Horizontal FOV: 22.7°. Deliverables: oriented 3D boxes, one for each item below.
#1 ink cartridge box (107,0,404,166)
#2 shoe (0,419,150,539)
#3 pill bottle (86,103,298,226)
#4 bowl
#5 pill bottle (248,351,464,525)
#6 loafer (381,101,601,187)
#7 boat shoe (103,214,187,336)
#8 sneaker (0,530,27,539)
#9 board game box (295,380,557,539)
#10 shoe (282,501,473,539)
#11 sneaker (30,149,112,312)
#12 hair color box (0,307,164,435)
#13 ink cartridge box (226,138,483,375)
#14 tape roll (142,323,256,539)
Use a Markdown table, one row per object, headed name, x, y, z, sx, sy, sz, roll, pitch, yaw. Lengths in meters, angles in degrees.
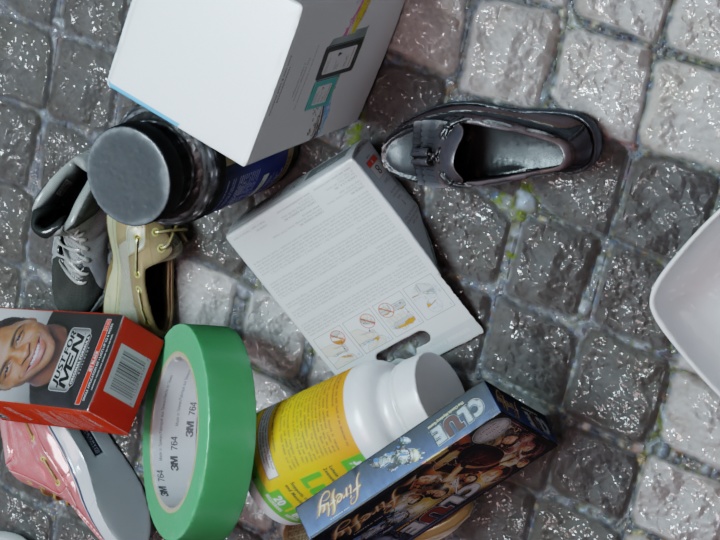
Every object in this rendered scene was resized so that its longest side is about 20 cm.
| name | x | y | z | sx | sy | sz | roll | pitch | yaw |
| --- | --- | --- | --- | --- | --- | --- | --- | --- | --- |
| ink cartridge box | -0.081 | -0.200 | 1.493 | 0.146 | 0.200 | 0.147 | 31 | 116 | 17 |
| shoe | -0.292 | 0.209 | 1.816 | 0.091 | 0.071 | 0.201 | -33 | 83 | 33 |
| pill bottle | -0.146 | -0.103 | 1.559 | 0.111 | 0.200 | 0.113 | 9 | 109 | 26 |
| bowl | 0.349 | 0.023 | 1.378 | 0.200 | 0.075 | 0.200 | 47 | 120 | 8 |
| pill bottle | -0.005 | 0.147 | 1.612 | 0.199 | 0.111 | 0.111 | -27 | 92 | 31 |
| loafer | 0.100 | -0.104 | 1.505 | 0.199 | 0.063 | 0.072 | -1 | 105 | 29 |
| boat shoe | -0.197 | -0.028 | 1.691 | 0.066 | 0.074 | 0.201 | 19 | 124 | 19 |
| sneaker | -0.436 | 0.334 | 1.920 | 0.199 | 0.088 | 0.076 | -15 | 97 | 31 |
| board game box | 0.059 | 0.176 | 1.543 | 0.200 | 0.135 | 0.035 | -35 | 61 | 15 |
| shoe | 0.022 | 0.233 | 1.666 | 0.199 | 0.053 | 0.070 | -17 | 57 | 28 |
| sneaker | -0.281 | -0.033 | 1.704 | 0.075 | 0.115 | 0.201 | 27 | 116 | 18 |
| hair color box | -0.289 | 0.095 | 1.729 | 0.199 | 0.061 | 0.102 | 0 | 64 | 43 |
| ink cartridge box | 0.000 | 0.000 | 1.617 | 0.162 | 0.050 | 0.200 | -29 | 108 | 32 |
| tape roll | -0.152 | 0.150 | 1.660 | 0.200 | 0.048 | 0.202 | -175 | 90 | -67 |
